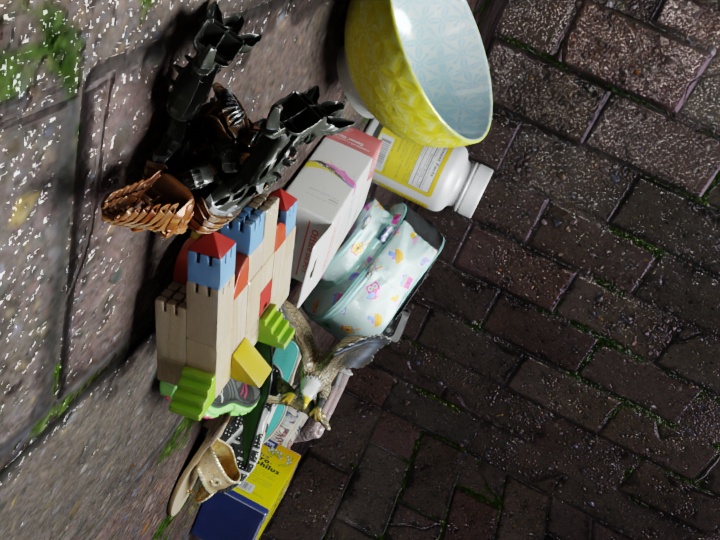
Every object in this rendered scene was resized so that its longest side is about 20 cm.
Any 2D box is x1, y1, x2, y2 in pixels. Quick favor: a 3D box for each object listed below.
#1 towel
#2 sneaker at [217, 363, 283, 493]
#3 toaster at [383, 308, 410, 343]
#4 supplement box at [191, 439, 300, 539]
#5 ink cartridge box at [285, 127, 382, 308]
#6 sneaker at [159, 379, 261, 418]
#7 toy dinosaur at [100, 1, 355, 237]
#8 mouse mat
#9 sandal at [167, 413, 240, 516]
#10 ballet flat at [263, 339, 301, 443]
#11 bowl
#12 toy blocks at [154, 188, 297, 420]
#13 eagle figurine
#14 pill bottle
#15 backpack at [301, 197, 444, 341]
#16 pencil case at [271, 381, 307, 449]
[{"bbox_3d":[-0.119,0.316,1.607,0.199,0.032,0.192,-26,-151,49],"label":"towel"},{"bbox_3d":[-0.166,0.233,1.023,0.201,0.073,0.080,-63,176,-10],"label":"sneaker"},{"bbox_3d":[0.083,0.169,2.495,0.200,0.180,0.119,-13,127,-82],"label":"toaster"},{"bbox_3d":[-0.200,0.399,1.243,0.110,0.109,0.200,-66,175,18],"label":"supplement box"},{"bbox_3d":[-0.049,-0.067,0.803,0.117,0.067,0.201,109,7,-48],"label":"ink cartridge box"},{"bbox_3d":[-0.133,0.099,0.706,0.084,0.076,0.200,-60,175,-2],"label":"sneaker"},{"bbox_3d":[-0.083,-0.064,0.413,0.136,0.102,0.201,-48,-156,27],"label":"toy dinosaur"},{"bbox_3d":[-0.128,0.127,0.849,0.162,0.007,0.201,-100,-157,-44],"label":"mouse mat"},{"bbox_3d":[-0.188,0.256,0.918,0.213,0.069,0.078,-66,174,13],"label":"sandal"},{"bbox_3d":[-0.141,0.193,1.129,0.062,0.067,0.201,-99,-146,-83],"label":"ballet flat"},{"bbox_3d":[0.041,-0.207,0.690,0.107,0.201,0.201,-15,-153,33],"label":"bowl"},{"bbox_3d":[-0.101,-0.003,0.548,0.200,0.099,0.138,-60,163,-56],"label":"toy blocks"},{"bbox_3d":[-0.055,0.114,0.899,0.151,0.150,0.201,55,-41,47],"label":"eagle figurine"},{"bbox_3d":[0.097,-0.160,1.065,0.112,0.199,0.111,-62,175,-10],"label":"pill bottle"},{"bbox_3d":[0.000,0.000,0.970,0.201,0.153,0.176,-62,-157,-7],"label":"backpack"},{"bbox_3d":[-0.158,0.329,1.463,0.089,0.078,0.200,-28,-161,37],"label":"pencil case"}]
